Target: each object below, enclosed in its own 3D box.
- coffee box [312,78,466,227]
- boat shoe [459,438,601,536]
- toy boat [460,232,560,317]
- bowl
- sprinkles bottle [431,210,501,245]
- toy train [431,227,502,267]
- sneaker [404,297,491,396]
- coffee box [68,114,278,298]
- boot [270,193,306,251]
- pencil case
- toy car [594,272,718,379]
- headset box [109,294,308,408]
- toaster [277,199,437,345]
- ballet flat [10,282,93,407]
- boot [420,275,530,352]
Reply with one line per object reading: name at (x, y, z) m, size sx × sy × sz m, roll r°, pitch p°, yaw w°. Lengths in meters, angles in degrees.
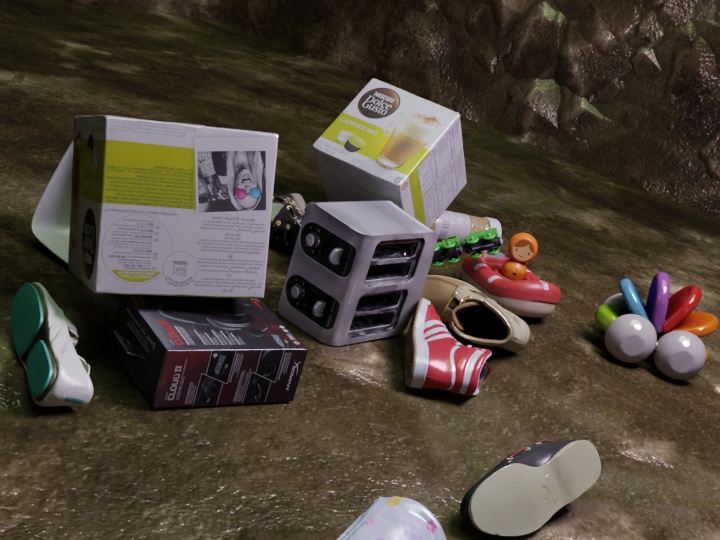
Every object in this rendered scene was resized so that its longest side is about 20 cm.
coffee box at (0.061, -0.200, 1.772) m, size 0.199 × 0.200 × 0.198 m, roll 28°, pitch 66°, yaw 26°
boat shoe at (0.178, 0.236, 1.030) m, size 0.201 × 0.074 × 0.063 m, roll -15°, pitch -1°, yaw -40°
toy boat at (0.271, -0.003, 1.649) m, size 0.130 × 0.131 × 0.200 m, roll 6°, pitch 22°, yaw -27°
bowl at (-0.336, -0.090, 1.309) m, size 0.200 × 0.200 × 0.075 m, roll 29°, pitch 1°, yaw 27°
sprinkles bottle at (0.183, -0.086, 1.898) m, size 0.199 × 0.068 × 0.068 m, roll 9°, pitch 21°, yaw -22°
toy train at (0.149, -0.035, 1.647) m, size 0.199 × 0.042 × 0.056 m, roll -12°, pitch 22°, yaw 13°
sneaker at (0.121, 0.109, 1.309) m, size 0.112 × 0.071 × 0.200 m, roll 12°, pitch 27°, yaw -2°
coffee box at (-0.233, -0.077, 1.137) m, size 0.199 × 0.198 × 0.200 m, roll 2°, pitch 7°, yaw -26°
boot at (-0.154, -0.074, 1.581) m, size 0.150 × 0.073 × 0.200 m, roll 3°, pitch 33°, yaw -20°
pencil case at (-0.005, 0.257, 0.777) m, size 0.091 × 0.083 × 0.200 m, roll 48°, pitch 29°, yaw 17°
toy car at (0.501, 0.079, 1.589) m, size 0.200 × 0.150 × 0.175 m, roll 19°, pitch 20°, yaw 5°
headset box at (-0.187, 0.088, 1.100) m, size 0.200 × 0.077 × 0.149 m, roll 4°, pitch 22°, yaw -36°
toaster at (0.000, 0.000, 1.349) m, size 0.200 × 0.181 × 0.119 m, roll -5°, pitch 32°, yaw -46°
ballet flat at (-0.332, 0.085, 1.023) m, size 0.069 × 0.070 × 0.200 m, roll 5°, pitch 27°, yaw -31°
boot at (0.152, 0.059, 1.419) m, size 0.200 × 0.073 × 0.155 m, roll 31°, pitch 5°, yaw 20°
